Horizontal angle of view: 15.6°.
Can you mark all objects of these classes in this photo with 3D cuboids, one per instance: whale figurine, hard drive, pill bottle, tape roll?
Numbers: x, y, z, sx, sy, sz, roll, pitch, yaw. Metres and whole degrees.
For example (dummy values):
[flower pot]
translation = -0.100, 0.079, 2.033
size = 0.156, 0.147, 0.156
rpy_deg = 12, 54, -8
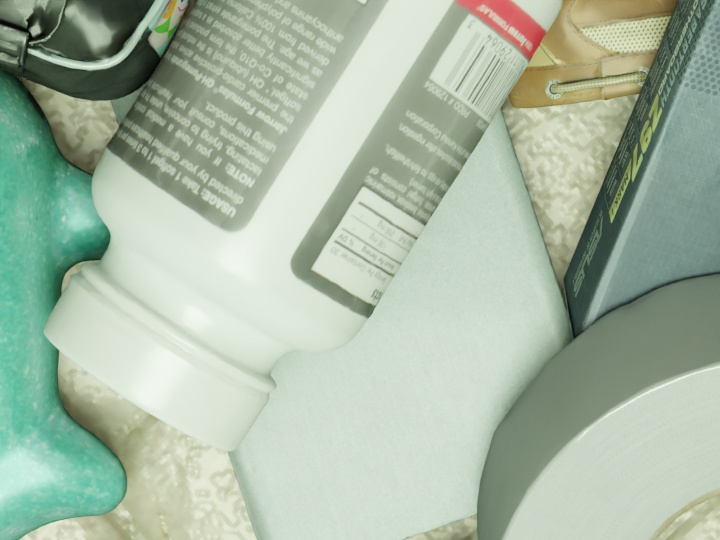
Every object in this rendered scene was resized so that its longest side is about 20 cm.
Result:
[whale figurine]
translation = -0.156, 0.011, 0.955
size = 0.158, 0.104, 0.201
rpy_deg = -22, 94, -1
[hard drive]
translation = 0.000, 0.000, 0.995
size = 0.139, 0.033, 0.201
rpy_deg = -19, 92, -1
[pill bottle]
translation = -0.025, -0.042, 0.920
size = 0.110, 0.111, 0.201
rpy_deg = 32, 91, -3
[tape roll]
translation = 0.142, 0.103, 0.949
size = 0.199, 0.066, 0.202
rpy_deg = -1, 117, -2

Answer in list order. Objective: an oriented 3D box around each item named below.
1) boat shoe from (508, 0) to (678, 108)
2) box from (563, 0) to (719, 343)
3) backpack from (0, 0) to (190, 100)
[boat shoe]
translation = 0.146, -0.087, 0.981
size = 0.198, 0.076, 0.074
rpy_deg = 2, 98, 6
[box]
translation = 0.177, -0.045, 0.936
size = 0.157, 0.051, 0.201
rpy_deg = 14, 121, -11
[backpack]
translation = -0.118, -0.175, 0.925
size = 0.176, 0.151, 0.201
rpy_deg = 20, 90, 0
